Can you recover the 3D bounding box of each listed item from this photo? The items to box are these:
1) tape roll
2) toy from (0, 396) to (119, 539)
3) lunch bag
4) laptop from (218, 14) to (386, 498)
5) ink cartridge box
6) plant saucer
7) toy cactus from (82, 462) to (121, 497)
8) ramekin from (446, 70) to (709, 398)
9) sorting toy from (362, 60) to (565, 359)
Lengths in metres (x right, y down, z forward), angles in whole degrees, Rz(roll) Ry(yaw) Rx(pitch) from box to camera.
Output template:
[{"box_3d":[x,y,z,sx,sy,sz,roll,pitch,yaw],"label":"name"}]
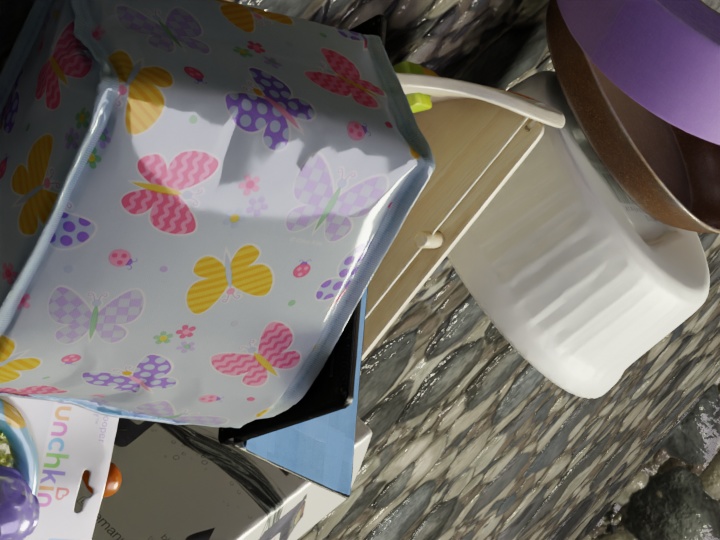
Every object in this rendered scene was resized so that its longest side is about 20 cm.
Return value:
[{"box_3d":[0.220,-0.163,1.639,0.200,0.200,0.066,-30,158,-46],"label":"tape roll"},{"box_3d":[-0.200,0.102,1.223,0.199,0.047,0.116,7,105,-29],"label":"toy"},{"box_3d":[-0.091,-0.021,1.205,0.169,0.127,0.201,11,123,-28],"label":"lunch bag"},{"box_3d":[0.000,0.000,1.336,0.115,0.188,0.200,13,163,-27],"label":"laptop"},{"box_3d":[-0.114,0.116,1.537,0.200,0.145,0.084,-37,161,-33],"label":"ink cartridge box"},{"box_3d":[0.173,-0.106,1.700,0.034,0.201,0.200,-30,171,22],"label":"plant saucer"},{"box_3d":[-0.128,0.028,1.415,0.165,0.102,0.201,-42,158,-54],"label":"toy cactus"},{"box_3d":[0.132,-0.029,1.701,0.098,0.201,0.200,-36,169,20],"label":"ramekin"},{"box_3d":[-0.010,-0.051,1.514,0.200,0.107,0.180,-51,157,12],"label":"sorting toy"}]
